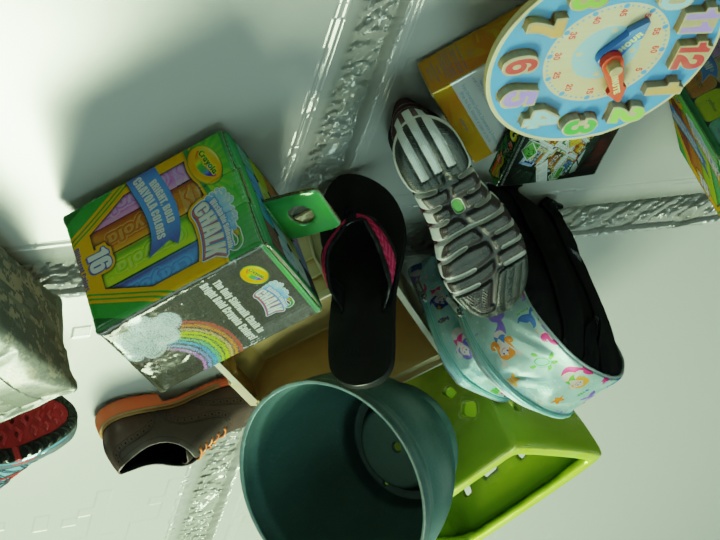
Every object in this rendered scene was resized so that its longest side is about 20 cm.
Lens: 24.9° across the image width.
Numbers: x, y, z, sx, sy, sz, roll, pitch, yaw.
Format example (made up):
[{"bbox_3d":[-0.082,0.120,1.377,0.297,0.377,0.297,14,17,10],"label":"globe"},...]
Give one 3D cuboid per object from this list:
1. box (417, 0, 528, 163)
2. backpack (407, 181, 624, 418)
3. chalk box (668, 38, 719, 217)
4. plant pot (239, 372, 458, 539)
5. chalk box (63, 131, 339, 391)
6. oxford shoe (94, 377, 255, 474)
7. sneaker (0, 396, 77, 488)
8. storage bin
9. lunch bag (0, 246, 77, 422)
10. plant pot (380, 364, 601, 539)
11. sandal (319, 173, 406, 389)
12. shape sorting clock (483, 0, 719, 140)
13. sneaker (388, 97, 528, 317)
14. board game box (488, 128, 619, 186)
[{"bbox_3d":[0.157,-0.177,1.352,0.199,0.042,0.119,-30,147,7],"label":"box"},{"bbox_3d":[0.148,0.039,1.499,0.150,0.201,0.177,-41,144,20],"label":"backpack"},{"bbox_3d":[0.348,-0.141,1.441,0.123,0.126,0.200,-26,146,5],"label":"chalk box"},{"bbox_3d":[0.008,0.178,1.485,0.134,0.201,0.200,-23,160,-53],"label":"plant pot"},{"bbox_3d":[-0.117,-0.017,1.325,0.199,0.125,0.125,-27,147,6],"label":"chalk box"},{"bbox_3d":[-0.158,0.158,1.612,0.198,0.073,0.071,-11,146,-18],"label":"oxford shoe"},{"bbox_3d":[-0.348,0.162,1.518,0.198,0.080,0.096,-18,158,9],"label":"sneaker"},{"bbox_3d":[-0.048,0.050,1.503,0.197,0.094,0.200,-27,148,6],"label":"storage bin"},{"bbox_3d":[-0.358,0.065,1.318,0.198,0.119,0.164,-21,149,9],"label":"lunch bag"},{"bbox_3d":[0.092,0.158,1.649,0.200,0.183,0.198,-39,154,23],"label":"plant pot"},{"bbox_3d":[0.000,0.000,1.360,0.074,0.202,0.045,-9,149,12],"label":"sandal"},{"bbox_3d":[0.191,-0.169,1.269,0.198,0.039,0.201,-17,147,-11],"label":"shape sorting clock"},{"bbox_3d":[0.079,-0.064,1.382,0.075,0.116,0.201,-24,120,2],"label":"sneaker"},{"bbox_3d":[0.184,-0.147,1.354,0.104,0.024,0.201,-6,144,-24],"label":"board game box"}]
